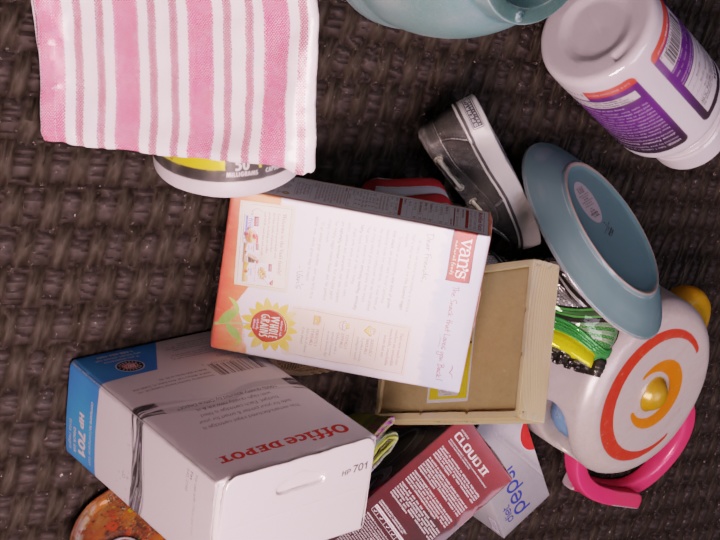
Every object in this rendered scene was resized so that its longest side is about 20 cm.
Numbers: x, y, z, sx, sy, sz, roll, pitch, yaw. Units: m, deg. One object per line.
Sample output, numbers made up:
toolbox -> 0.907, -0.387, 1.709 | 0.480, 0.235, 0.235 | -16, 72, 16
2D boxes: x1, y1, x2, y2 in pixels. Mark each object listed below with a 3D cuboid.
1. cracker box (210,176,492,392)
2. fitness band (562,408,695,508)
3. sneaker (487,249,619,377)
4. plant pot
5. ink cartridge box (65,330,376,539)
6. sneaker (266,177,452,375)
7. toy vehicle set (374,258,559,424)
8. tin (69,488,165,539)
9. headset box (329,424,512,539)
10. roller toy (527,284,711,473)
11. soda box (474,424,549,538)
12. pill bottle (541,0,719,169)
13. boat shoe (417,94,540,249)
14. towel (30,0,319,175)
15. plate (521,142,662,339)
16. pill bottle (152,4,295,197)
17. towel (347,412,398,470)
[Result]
cracker box -> -0.007, 0.007, 1.283 | 0.199, 0.058, 0.135 | 11, 113, 1
fitness band -> 0.281, 0.176, 1.758 | 0.200, 0.037, 0.144 | 18, 98, -48
sneaker -> 0.141, 0.013, 1.462 | 0.199, 0.078, 0.086 | 30, 81, -16
plant pot -> 0.091, -0.260, 1.248 | 0.200, 0.134, 0.201 | -22, 126, -33
ink cartridge box -> -0.107, 0.129, 1.241 | 0.146, 0.200, 0.086 | -11, 121, -38
sneaker -> 0.000, 0.000, 1.377 | 0.199, 0.113, 0.071 | -30, 141, 15
toy vehicle set -> 0.083, 0.062, 1.357 | 0.026, 0.200, 0.125 | 14, 78, -32
tin -> -0.136, 0.199, 1.321 | 0.200, 0.112, 0.042 | -32, 142, -25
headset box -> 0.026, 0.200, 1.438 | 0.200, 0.149, 0.077 | -40, 99, -18
roller toy -> 0.238, 0.092, 1.587 | 0.199, 0.140, 0.183 | 1, 113, -44
soda box -> 0.116, 0.158, 1.569 | 0.068, 0.063, 0.201 | -39, 135, -20
pill bottle -> 0.251, -0.168, 1.468 | 0.200, 0.111, 0.112 | 35, 88, -48
boat shoe -> 0.101, -0.075, 1.423 | 0.063, 0.071, 0.200 | -27, 142, 6
towel -> -0.123, -0.138, 1.090 | 0.030, 0.199, 0.147 | -59, 153, -56
plate -> 0.213, -0.032, 1.464 | 0.026, 0.201, 0.200 | -33, 147, 28
pill bottle -> -0.093, -0.161, 1.150 | 0.111, 0.111, 0.201 | -22, 126, -33
towel -> -0.051, 0.200, 1.392 | 0.023, 0.144, 0.200 | 44, 76, -11
